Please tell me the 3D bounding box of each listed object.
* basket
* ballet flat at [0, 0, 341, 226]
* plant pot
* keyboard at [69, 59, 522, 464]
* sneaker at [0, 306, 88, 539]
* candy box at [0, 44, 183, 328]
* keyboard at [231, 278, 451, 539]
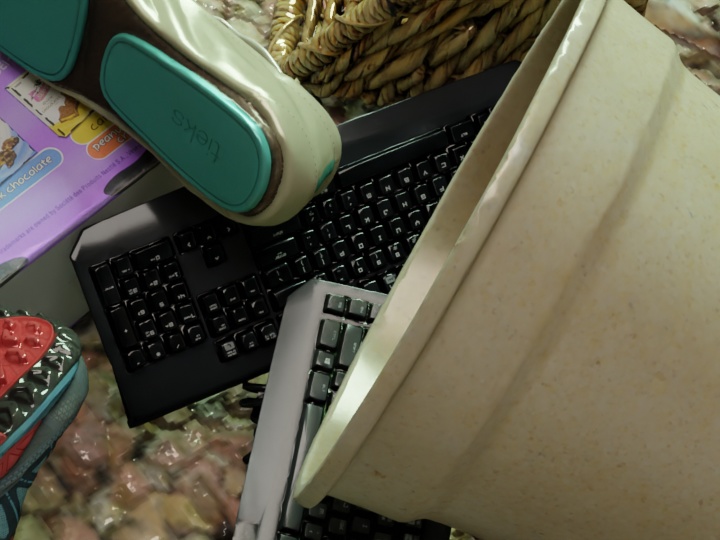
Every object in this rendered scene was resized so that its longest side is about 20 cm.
[{"bbox_3d":[0.047,-0.171,1.088,0.148,0.143,0.201,11,56,1],"label":"basket"},{"bbox_3d":[-0.084,-0.089,0.994,0.200,0.070,0.069,42,63,17],"label":"ballet flat"},{"bbox_3d":[0.105,0.031,0.882,0.183,0.201,0.201,30,58,-2],"label":"plant pot"},{"bbox_3d":[0.000,0.000,1.004,0.199,0.040,0.105,-23,100,-18],"label":"keyboard"},{"bbox_3d":[-0.162,0.100,0.924,0.079,0.096,0.200,28,68,36],"label":"sneaker"},{"bbox_3d":[-0.178,-0.057,1.037,0.200,0.072,0.168,41,63,19],"label":"candy box"},{"bbox_3d":[0.017,0.108,0.951,0.126,0.021,0.201,14,70,-8],"label":"keyboard"}]
